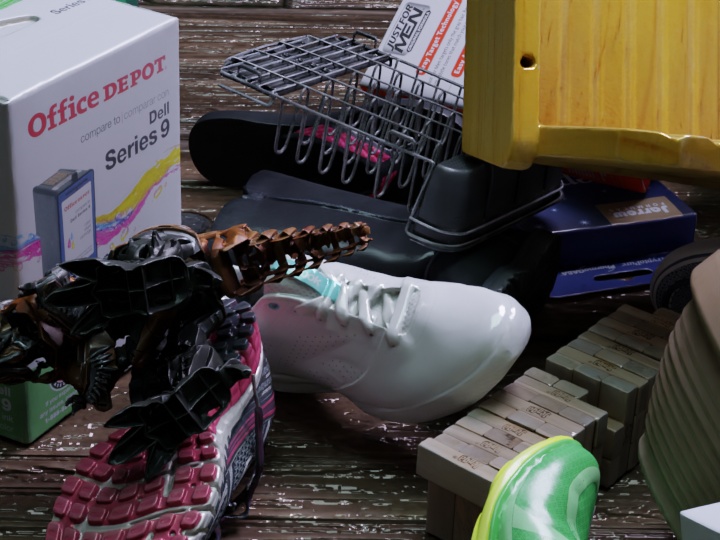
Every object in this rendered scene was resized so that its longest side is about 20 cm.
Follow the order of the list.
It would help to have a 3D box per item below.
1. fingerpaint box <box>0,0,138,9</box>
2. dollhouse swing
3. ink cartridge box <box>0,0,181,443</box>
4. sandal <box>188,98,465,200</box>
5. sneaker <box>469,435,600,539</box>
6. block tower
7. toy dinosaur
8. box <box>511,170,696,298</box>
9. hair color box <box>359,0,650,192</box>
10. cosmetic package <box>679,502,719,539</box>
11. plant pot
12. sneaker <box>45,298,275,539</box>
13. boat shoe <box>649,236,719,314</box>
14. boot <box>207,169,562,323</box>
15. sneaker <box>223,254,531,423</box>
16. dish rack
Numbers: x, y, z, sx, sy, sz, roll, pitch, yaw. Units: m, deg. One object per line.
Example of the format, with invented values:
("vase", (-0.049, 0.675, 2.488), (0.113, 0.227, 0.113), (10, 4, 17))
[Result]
("fingerpaint box", (-0.210, -0.084, 1.070), (0.073, 0.168, 0.200), (12, 29, 23))
("dollhouse swing", (0.181, -0.118, 0.948), (0.199, 0.183, 0.176), (7, -12, -20))
("ink cartridge box", (-0.170, -0.033, 0.940), (0.087, 0.201, 0.145), (16, 31, 26))
("sandal", (-0.022, -0.072, 1.166), (0.199, 0.075, 0.045), (0, 33, 14))
("sneaker", (0.081, 0.152, 0.744), (0.083, 0.074, 0.200), (6, 37, 14))
("block tower", (0.108, 0.080, 0.895), (0.054, 0.058, 0.200), (22, 32, 34))
("toy dinosaur", (-0.099, 0.012, 0.827), (0.200, 0.102, 0.136), (-39, 17, 9))
("box", (0.138, -0.046, 1.161), (0.121, 0.033, 0.200), (-8, 30, -17))
("hair color box", (0.112, -0.128, 1.167), (0.199, 0.061, 0.102), (17, 70, 28))
("cosmetic package", (0.222, 0.148, 0.662), (0.199, 0.152, 0.052), (-9, 11, -19))
("plant pot", (0.189, 0.093, 0.787), (0.093, 0.201, 0.201), (-35, 23, 16))
("sneaker", (-0.082, 0.101, 0.835), (0.080, 0.075, 0.200), (-3, 38, 24))
("boat shoe", (0.247, 0.043, 0.951), (0.199, 0.075, 0.093), (11, 36, 20))
("boot", (0.000, 0.000, 1.025), (0.199, 0.066, 0.165), (15, 21, 17))
("sneaker", (-0.009, 0.024, 0.904), (0.199, 0.089, 0.075), (-1, 50, 41))
("dish rack", (0.016, -0.088, 1.064), (0.199, 0.055, 0.153), (26, 27, 25))
